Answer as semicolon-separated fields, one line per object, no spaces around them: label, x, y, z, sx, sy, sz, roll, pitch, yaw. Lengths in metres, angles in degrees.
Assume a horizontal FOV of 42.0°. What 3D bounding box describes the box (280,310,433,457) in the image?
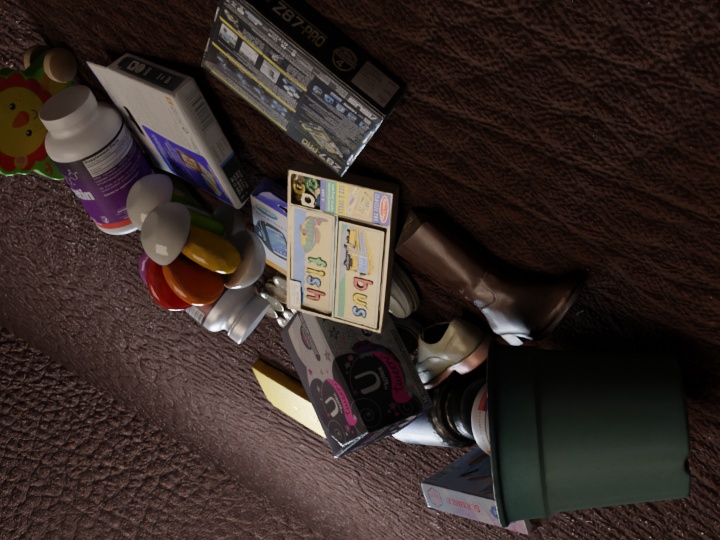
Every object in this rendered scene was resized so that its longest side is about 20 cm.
box;-0.010;0.134;1.294;0.201;0.114;0.132;64;149;15

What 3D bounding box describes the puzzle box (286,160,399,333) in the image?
puzzle box;-0.024;-0.025;1.125;0.132;0.025;0.202;13;125;15

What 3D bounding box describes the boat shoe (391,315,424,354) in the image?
boat shoe;0.023;0.107;1.397;0.069;0.057;0.200;43;156;-15

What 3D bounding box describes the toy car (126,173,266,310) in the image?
toy car;-0.240;-0.026;1.287;0.174;0.151;0.200;21;-162;-37

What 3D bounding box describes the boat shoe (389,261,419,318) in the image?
boat shoe;0.000;0.000;1.216;0.074;0.069;0.200;2;139;53

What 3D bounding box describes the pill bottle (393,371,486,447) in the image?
pill bottle;0.123;0.198;1.361;0.112;0.112;0.199;44;155;-17

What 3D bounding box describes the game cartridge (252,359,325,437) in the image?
game cartridge;-0.124;0.275;1.954;0.199;0.033;0.177;29;156;24

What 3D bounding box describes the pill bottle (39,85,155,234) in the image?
pill bottle;-0.363;-0.154;1.313;0.112;0.113;0.201;17;146;37

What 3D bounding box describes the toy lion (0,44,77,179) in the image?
toy lion;-0.455;-0.204;1.314;0.068;0.192;0.201;18;151;35

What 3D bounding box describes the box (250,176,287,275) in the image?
box;-0.091;-0.048;1.293;0.118;0.042;0.201;31;154;12

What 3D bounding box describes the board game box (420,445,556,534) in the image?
board game box;0.218;0.272;1.263;0.199;0.199;0.042;-4;107;57

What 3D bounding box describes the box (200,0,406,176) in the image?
box;-0.064;-0.199;0.964;0.199;0.049;0.161;38;155;-3

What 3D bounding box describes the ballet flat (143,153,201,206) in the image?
ballet flat;-0.269;-0.103;1.440;0.067;0.046;0.201;-3;130;51

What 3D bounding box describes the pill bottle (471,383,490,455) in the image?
pill bottle;0.244;0.195;1.186;0.112;0.112;0.199;47;155;-24

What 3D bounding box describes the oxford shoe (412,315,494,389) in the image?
oxford shoe;0.107;0.106;1.278;0.074;0.071;0.200;44;146;-6

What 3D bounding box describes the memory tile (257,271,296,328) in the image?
memory tile;-0.100;0.071;1.555;0.153;0.017;0.200;39;157;-5

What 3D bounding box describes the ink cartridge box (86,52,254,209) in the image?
ink cartridge box;-0.247;-0.189;1.233;0.199;0.043;0.199;26;155;38

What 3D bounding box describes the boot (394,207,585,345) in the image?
boot;0.133;-0.006;1.042;0.200;0.064;0.186;42;154;0

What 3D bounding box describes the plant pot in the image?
plant pot;0.242;0.168;1.002;0.194;0.202;0.201;-5;144;12

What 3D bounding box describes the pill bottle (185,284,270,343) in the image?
pill bottle;-0.250;0.025;1.544;0.199;0.113;0.113;38;157;2
